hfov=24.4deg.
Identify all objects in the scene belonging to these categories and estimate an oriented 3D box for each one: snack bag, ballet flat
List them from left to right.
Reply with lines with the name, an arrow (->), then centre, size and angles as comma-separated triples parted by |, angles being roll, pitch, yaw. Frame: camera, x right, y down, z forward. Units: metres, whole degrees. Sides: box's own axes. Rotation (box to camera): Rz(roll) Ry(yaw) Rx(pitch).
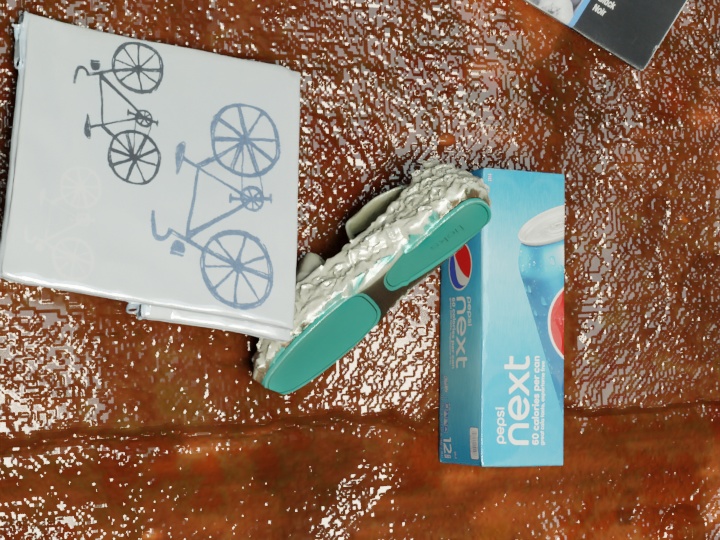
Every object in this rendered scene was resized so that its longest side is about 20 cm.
snack bag -> -0.130, -0.058, 1.051 | 0.198, 0.021, 0.190 | 10, 67, -22
ballet flat -> 0.000, 0.000, 1.106 | 0.200, 0.072, 0.072 | -39, 103, -4

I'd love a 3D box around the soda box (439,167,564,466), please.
soda box -> 0.098, 0.033, 1.152 | 0.067, 0.064, 0.202 | 3, 86, -25

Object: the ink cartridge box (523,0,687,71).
ink cartridge box -> 0.172, -0.274, 1.178 | 0.197, 0.043, 0.201 | 26, 101, -21
